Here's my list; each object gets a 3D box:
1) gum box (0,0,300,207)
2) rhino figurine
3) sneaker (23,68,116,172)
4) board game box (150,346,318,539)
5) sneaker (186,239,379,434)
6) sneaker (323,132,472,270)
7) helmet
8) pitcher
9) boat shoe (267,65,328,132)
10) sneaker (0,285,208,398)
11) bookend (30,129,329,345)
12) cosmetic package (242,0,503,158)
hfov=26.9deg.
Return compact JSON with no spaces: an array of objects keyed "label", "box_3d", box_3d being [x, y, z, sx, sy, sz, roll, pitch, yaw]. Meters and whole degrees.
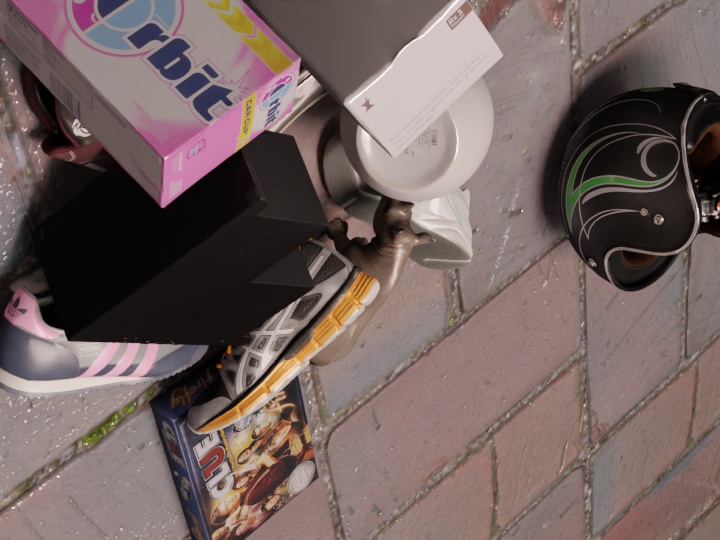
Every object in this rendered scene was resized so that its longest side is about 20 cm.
[{"label":"gum box","box_3d":[-0.148,-0.153,0.956,0.113,0.200,0.066,-39,167,-23]},{"label":"rhino figurine","box_3d":[0.000,0.000,1.289,0.060,0.088,0.200,17,123,-37]},{"label":"sneaker","box_3d":[-0.164,-0.156,1.034,0.115,0.076,0.201,6,112,-48]},{"label":"board game box","box_3d":[-0.109,0.156,1.363,0.135,0.035,0.201,-37,140,-26]},{"label":"sneaker","box_3d":[-0.076,0.057,1.245,0.200,0.077,0.078,-44,178,7]},{"label":"sneaker","box_3d":[0.034,-0.076,1.346,0.200,0.070,0.081,39,51,-44]},{"label":"helmet","box_3d":[0.295,-0.084,1.537,0.199,0.190,0.202,11,73,-42]},{"label":"pitcher","box_3d":[0.046,-0.153,1.210,0.200,0.120,0.173,-65,147,-69]},{"label":"boat shoe","box_3d":[-0.058,-0.158,1.164,0.200,0.067,0.057,-49,148,-6]},{"label":"sneaker","box_3d":[-0.188,0.041,1.153,0.199,0.070,0.083,-12,127,-47]},{"label":"bookend","box_3d":[-0.096,-0.031,1.101,0.199,0.093,0.198,-34,158,29]},{"label":"cosmetic package","box_3d":[-0.004,-0.187,1.075,0.113,0.200,0.081,-41,143,3]}]
